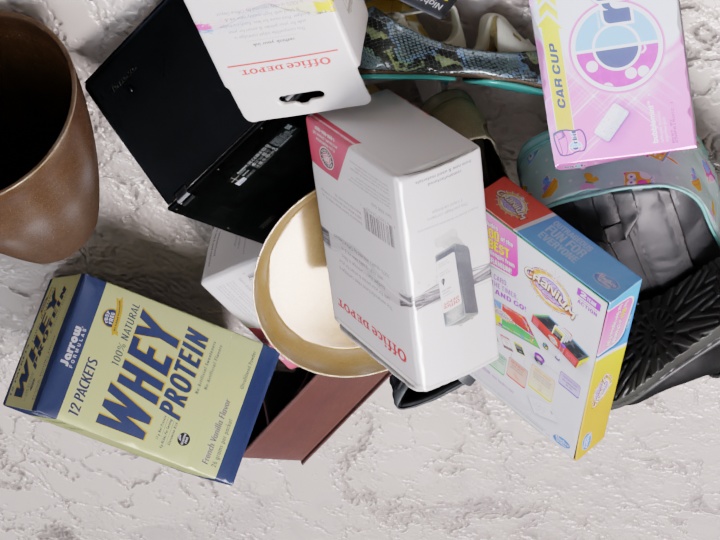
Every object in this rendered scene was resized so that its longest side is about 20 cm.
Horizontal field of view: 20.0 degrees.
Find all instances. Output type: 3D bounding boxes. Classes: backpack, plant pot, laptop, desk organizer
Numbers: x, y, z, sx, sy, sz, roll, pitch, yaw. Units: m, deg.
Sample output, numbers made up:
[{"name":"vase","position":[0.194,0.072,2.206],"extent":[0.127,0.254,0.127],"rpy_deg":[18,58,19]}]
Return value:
[{"name":"backpack","position":[0.222,-0.055,1.730],"extent":[0.174,0.155,0.200],"rpy_deg":[-10,152,20]},{"name":"plant pot","position":[0.000,0.000,1.777],"extent":[0.198,0.028,0.202],"rpy_deg":[-8,120,-13]},{"name":"laptop","position":[-0.096,-0.140,1.740],"extent":[0.199,0.117,0.187],"rpy_deg":[20,132,-40]},{"name":"desk organizer","position":[-0.050,0.113,2.021],"extent":[0.076,0.072,0.200],"rpy_deg":[6,145,-31]},{"name":"plant pot","position":[-0.302,-0.092,1.779],"extent":[0.185,0.188,0.200],"rpy_deg":[-3,153,13]}]

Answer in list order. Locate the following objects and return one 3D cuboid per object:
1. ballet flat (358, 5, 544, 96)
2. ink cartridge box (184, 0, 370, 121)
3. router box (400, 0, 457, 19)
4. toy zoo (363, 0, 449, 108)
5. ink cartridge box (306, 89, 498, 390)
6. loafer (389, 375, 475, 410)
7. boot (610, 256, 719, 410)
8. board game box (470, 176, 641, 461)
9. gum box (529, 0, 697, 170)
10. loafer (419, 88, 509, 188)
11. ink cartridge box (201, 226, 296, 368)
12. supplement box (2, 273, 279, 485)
[{"name":"ballet flat","position":[0.087,-0.182,1.668],"extent":[0.198,0.075,0.074],"rpy_deg":[3,144,-26]},{"name":"ink cartridge box","position":[-0.067,-0.212,1.580],"extent":[0.115,0.068,0.201],"rpy_deg":[-6,136,18]},{"name":"router box","position":[0.016,-0.292,1.566],"extent":[0.199,0.051,0.149],"rpy_deg":[23,138,-18]},{"name":"toy zoo","position":[-0.012,-0.170,1.740],"extent":[0.198,0.021,0.132],"rpy_deg":[-7,137,16]},{"name":"ink cartridge box","position":[0.035,-0.025,1.659],"extent":[0.084,0.146,0.201],"rpy_deg":[-20,123,-24]},{"name":"loafer","position":[0.107,0.079,1.972],"extent":[0.068,0.071,0.200],"rpy_deg":[36,133,-30]},{"name":"boot","position":[0.300,0.076,1.736],"extent":[0.157,0.080,0.210],"rpy_deg":[24,139,-39]},{"name":"board game box","position":[0.148,0.042,1.686],"extent":[0.153,0.040,0.201],"rpy_deg":[39,145,27]},{"name":"gum box","position":[0.195,-0.180,1.591],"extent":[0.112,0.066,0.202],"rpy_deg":[-7,111,11]},{"name":"loafer","position":[0.094,-0.055,1.720],"extent":[0.076,0.068,0.201],"rpy_deg":[-24,125,-4]},{"name":"ink cartridge box","position":[-0.023,-0.008,1.881],"extent":[0.199,0.085,0.146],"rpy_deg":[-20,131,31]},{"name":"supplement box","position":[-0.212,0.102,1.941],"extent":[0.199,0.135,0.200],"rpy_deg":[22,171,-16]}]
